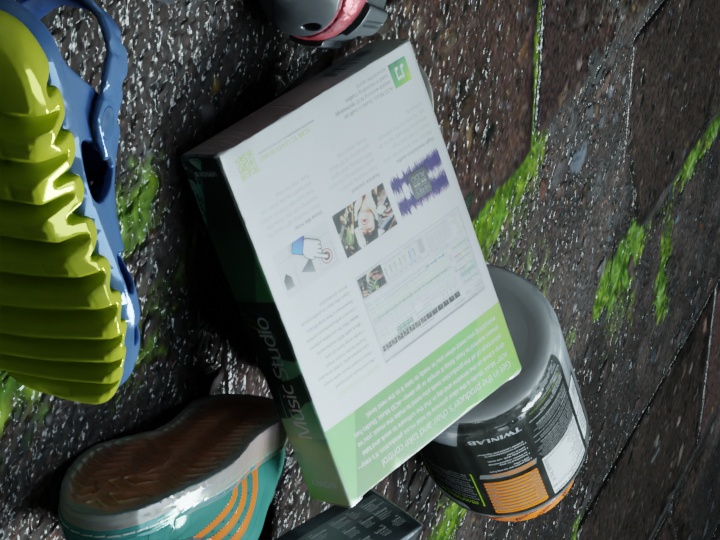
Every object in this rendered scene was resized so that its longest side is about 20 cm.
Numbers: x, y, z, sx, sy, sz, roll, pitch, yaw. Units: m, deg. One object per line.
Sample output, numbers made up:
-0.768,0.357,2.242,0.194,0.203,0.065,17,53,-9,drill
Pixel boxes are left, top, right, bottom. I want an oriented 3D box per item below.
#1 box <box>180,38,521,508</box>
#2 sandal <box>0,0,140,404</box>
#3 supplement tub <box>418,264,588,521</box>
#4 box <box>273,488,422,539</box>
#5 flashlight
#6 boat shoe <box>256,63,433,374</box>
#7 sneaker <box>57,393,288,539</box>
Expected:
0.000,0.000,1.009,0.144,0.036,0.201,-34,112,-36,box
-0.120,-0.032,0.780,0.087,0.079,0.201,-58,154,-46,sandal
0.090,0.091,1.324,0.200,0.122,0.123,65,43,-59,supplement tub
-0.050,0.219,1.090,0.160,0.046,0.200,-64,163,18,box
-0.051,-0.143,0.909,0.200,0.068,0.068,-8,84,-64,flashlight
-0.010,-0.019,1.095,0.093,0.074,0.201,84,26,-73,boat shoe
-0.086,0.120,0.961,0.200,0.071,0.081,-22,119,-67,sneaker
